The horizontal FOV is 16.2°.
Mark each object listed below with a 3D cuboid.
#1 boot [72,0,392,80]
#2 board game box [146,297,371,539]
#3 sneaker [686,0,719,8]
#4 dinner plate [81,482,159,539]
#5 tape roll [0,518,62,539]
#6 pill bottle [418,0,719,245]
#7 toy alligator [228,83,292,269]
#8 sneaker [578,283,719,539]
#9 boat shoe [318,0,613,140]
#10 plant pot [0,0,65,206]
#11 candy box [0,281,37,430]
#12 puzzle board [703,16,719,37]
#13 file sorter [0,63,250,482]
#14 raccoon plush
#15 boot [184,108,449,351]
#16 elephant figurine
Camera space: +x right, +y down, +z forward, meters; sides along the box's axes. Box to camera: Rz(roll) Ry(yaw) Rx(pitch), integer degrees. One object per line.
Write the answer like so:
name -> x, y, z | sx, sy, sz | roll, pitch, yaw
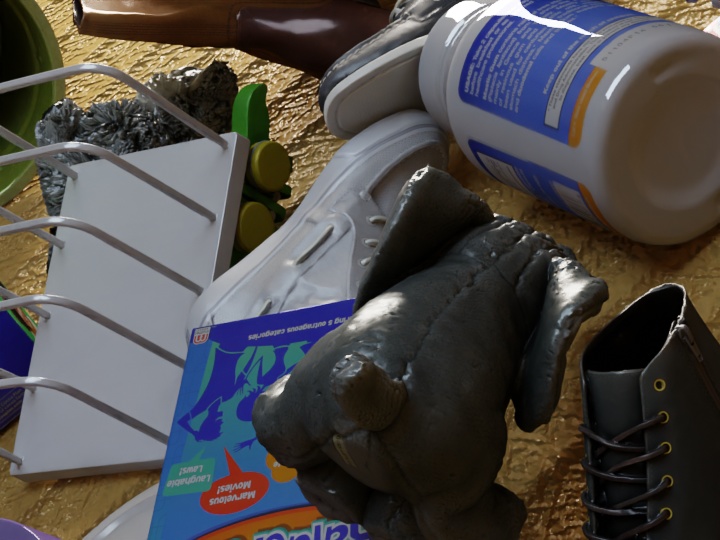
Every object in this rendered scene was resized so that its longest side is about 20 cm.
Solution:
boot -> -0.073, -0.151, 1.552 | 0.189, 0.198, 0.069 | -117, 38, -59
board game box -> -0.028, 0.108, 1.262 | 0.151, 0.045, 0.201 | -12, 49, 25
sneaker -> 0.179, -0.182, 1.345 | 0.198, 0.082, 0.075 | 7, 12, 5
dinner plate -> -0.109, 0.170, 1.330 | 0.199, 0.024, 0.201 | -27, 32, 19
tape roll -> -0.168, 0.224, 1.193 | 0.199, 0.085, 0.201 | -27, 51, 39
pill bottle -> 0.115, -0.090, 1.356 | 0.112, 0.112, 0.200 | -44, 32, -11
toy alligator -> -0.075, -0.012, 1.506 | 0.059, 0.054, 0.201 | -3, 66, 44
sneaker -> 0.115, 0.107, 1.101 | 0.074, 0.106, 0.201 | -8, 42, 39
boat shoe -> 0.053, -0.140, 1.472 | 0.199, 0.074, 0.060 | -28, 60, -18
plant pot -> -0.316, -0.150, 1.832 | 0.199, 0.201, 0.190 | -36, 18, 2
candy box -> -0.307, 0.036, 1.535 | 0.169, 0.200, 0.077 | -38, 31, -2
puzzle board -> 0.250, -0.116, 1.345 | 0.150, 0.017, 0.200 | -40, 32, -4
file sorter -> -0.168, 0.002, 1.450 | 0.138, 0.124, 0.202 | -9, 63, 38
raccoon plush -> -0.124, -0.041, 1.599 | 0.133, 0.097, 0.201 | -14, 66, 12
boot -> 0.000, 0.000, 1.412 | 0.200, 0.074, 0.095 | -46, 48, -13
elephant figurine -> 0.048, 0.022, 1.166 | 0.155, 0.142, 0.200 | -5, 44, 57
